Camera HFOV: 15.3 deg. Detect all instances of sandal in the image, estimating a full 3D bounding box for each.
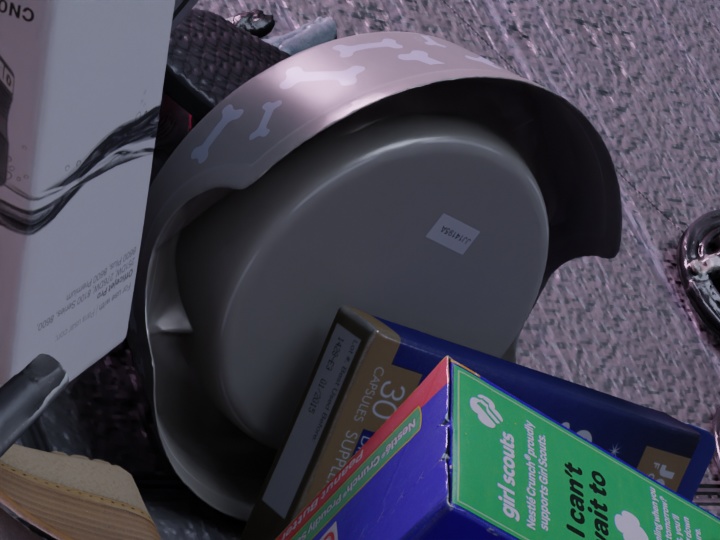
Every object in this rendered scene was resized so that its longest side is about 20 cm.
[{"bbox_3d":[-0.034,-0.054,1.060,0.075,0.045,0.200,57,16,18],"label":"sandal"}]

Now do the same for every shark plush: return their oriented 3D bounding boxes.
[{"bbox_3d":[-0.063,-0.074,1.105,0.200,0.083,0.091,-4,56,-50],"label":"shark plush"}]

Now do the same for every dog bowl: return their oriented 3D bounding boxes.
[{"bbox_3d":[0.000,0.000,1.000,0.199,0.201,0.059,11,27,-41],"label":"dog bowl"}]

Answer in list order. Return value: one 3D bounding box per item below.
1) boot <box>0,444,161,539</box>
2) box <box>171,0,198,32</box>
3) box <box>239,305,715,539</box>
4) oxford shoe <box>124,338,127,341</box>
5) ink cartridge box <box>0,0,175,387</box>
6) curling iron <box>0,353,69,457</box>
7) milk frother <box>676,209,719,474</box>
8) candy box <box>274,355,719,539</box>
[{"bbox_3d":[-0.132,0.127,0.815,0.199,0.072,0.167,9,52,-33],"label":"boot"},{"bbox_3d":[-0.120,-0.101,0.964,0.060,0.200,0.117,24,39,-26],"label":"box"},{"bbox_3d":[0.052,0.097,1.014,0.199,0.122,0.032,18,8,-36],"label":"box"},{"bbox_3d":[-0.038,-0.001,1.081,0.199,0.073,0.084,6,32,-48],"label":"oxford shoe"},{"bbox_3d":[-0.143,-0.070,0.866,0.144,0.201,0.084,20,29,19],"label":"ink cartridge box"},{"bbox_3d":[-0.162,0.085,0.777,0.200,0.026,0.050,-37,86,-24],"label":"curling iron"},{"bbox_3d":[0.256,0.014,1.268,0.200,0.188,0.180,52,32,11],"label":"milk frother"},{"bbox_3d":[0.057,0.148,0.911,0.200,0.169,0.077,30,32,-22],"label":"candy box"}]
